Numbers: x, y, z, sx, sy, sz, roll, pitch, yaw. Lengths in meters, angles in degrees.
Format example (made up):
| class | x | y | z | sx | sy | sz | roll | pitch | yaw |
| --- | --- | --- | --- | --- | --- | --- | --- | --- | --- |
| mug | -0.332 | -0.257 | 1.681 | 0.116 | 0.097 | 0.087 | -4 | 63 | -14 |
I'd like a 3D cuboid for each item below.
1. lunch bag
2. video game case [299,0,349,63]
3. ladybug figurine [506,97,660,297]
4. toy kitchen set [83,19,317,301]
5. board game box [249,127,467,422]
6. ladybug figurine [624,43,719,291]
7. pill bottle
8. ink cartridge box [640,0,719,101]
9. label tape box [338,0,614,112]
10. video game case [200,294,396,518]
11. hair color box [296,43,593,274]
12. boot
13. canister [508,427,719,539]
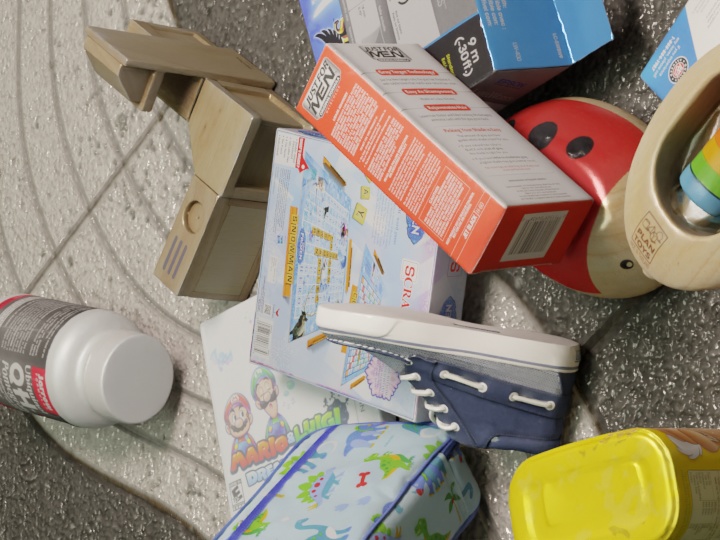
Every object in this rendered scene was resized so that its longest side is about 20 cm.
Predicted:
| class | x | y | z | sx | sy | sz | roll | pitch | yaw |
| --- | --- | --- | --- | --- | --- | --- | --- | --- | --- |
| lunch bag | -0.017 | 0.195 | 1.628 | 0.161 | 0.200 | 0.083 | -3 | 120 | 39 |
| video game case | 0.029 | -0.225 | 1.742 | 0.181 | 0.045 | 0.200 | -34 | 62 | 40 |
| ladybug figurine | 0.155 | -0.056 | 1.560 | 0.200 | 0.072 | 0.136 | 31 | 108 | 44 |
| toy kitchen set | -0.180 | -0.104 | 1.864 | 0.200 | 0.163 | 0.181 | 41 | 115 | 41 |
| board game box | 0.000 | 0.000 | 1.707 | 0.199 | 0.041 | 0.200 | 18 | 104 | 44 |
| ladybug figurine | 0.249 | -0.068 | 1.376 | 0.200 | 0.072 | 0.136 | -51 | 54 | 31 |
| pill bottle | -0.264 | 0.086 | 1.969 | 0.200 | 0.111 | 0.111 | 8 | 92 | 47 |
| ink cartridge box | 0.293 | -0.114 | 1.435 | 0.200 | 0.067 | 0.116 | 53 | 123 | 36 |
| label tape box | 0.081 | -0.193 | 1.606 | 0.200 | 0.063 | 0.144 | -31 | 63 | 40 |
| video game case | -0.054 | 0.100 | 1.809 | 0.200 | 0.024 | 0.182 | -26 | 67 | 41 |
| hair color box | 0.058 | -0.083 | 1.512 | 0.200 | 0.101 | 0.061 | 46 | 123 | 31 |
| boot | 0.059 | 0.082 | 1.596 | 0.200 | 0.073 | 0.090 | 10 | 97 | 7 |
| canister | 0.213 | 0.149 | 1.395 | 0.148 | 0.200 | 0.087 | -21 | 72 | 43 |
